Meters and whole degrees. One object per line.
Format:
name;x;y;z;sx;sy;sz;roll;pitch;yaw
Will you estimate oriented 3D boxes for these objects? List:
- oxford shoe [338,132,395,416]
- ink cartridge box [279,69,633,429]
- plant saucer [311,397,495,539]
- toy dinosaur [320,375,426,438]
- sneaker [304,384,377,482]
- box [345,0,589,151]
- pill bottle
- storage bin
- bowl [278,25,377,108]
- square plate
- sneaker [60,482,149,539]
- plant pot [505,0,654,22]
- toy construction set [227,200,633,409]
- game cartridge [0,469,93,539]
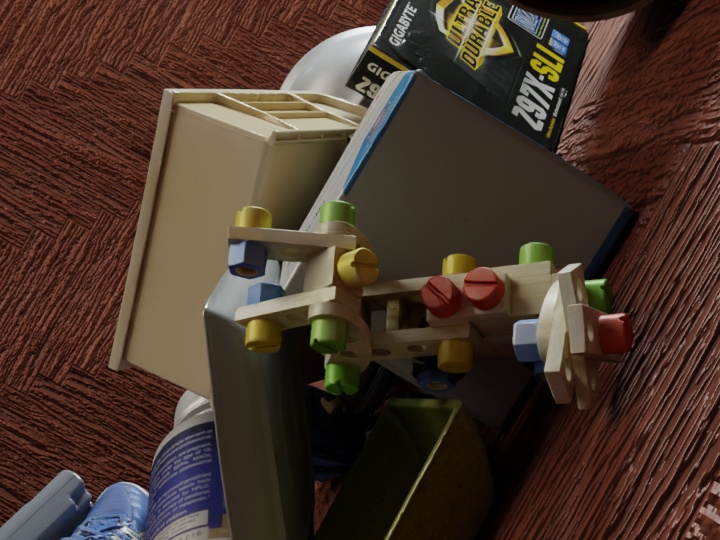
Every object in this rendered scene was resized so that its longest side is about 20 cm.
oxford shoe;0.000;0.000;1.022;0.073;0.084;0.201;-145;62;-80
ink cartridge box;0.048;-0.022;0.886;0.148;0.144;0.200;-59;6;6
plant saucer;0.005;0.168;0.803;0.200;0.048;0.200;-61;5;-9
toy dinosaur;0.020;0.074;1.093;0.101;0.058;0.200;-58;6;13
sneaker;-0.036;0.138;1.213;0.200;0.074;0.082;148;144;-82
box;0.090;-0.168;1.169;0.049;0.159;0.200;-52;9;40
pill bottle;-0.093;0.170;1.064;0.120;0.119;0.200;-57;22;30
storage bin;-0.064;-0.022;1.070;0.198;0.094;0.201;-11;-62;-58
bowl;0.030;-0.107;1.205;0.201;0.201;0.090;-61;10;-8
square plate;-0.054;0.094;0.878;0.198;0.028;0.201;-77;-20;-77
sneaker;-0.180;0.210;1.044;0.200;0.075;0.077;-87;-14;-60
plant pot;0.170;-0.271;1.047;0.187;0.187;0.200;-58;-9;17
toy construction set;0.043;0.017;0.714;0.131;0.199;0.092;47;-123;-55
game cartridge;-0.258;0.250;1.152;0.133;0.041;0.200;-40;-24;-29
